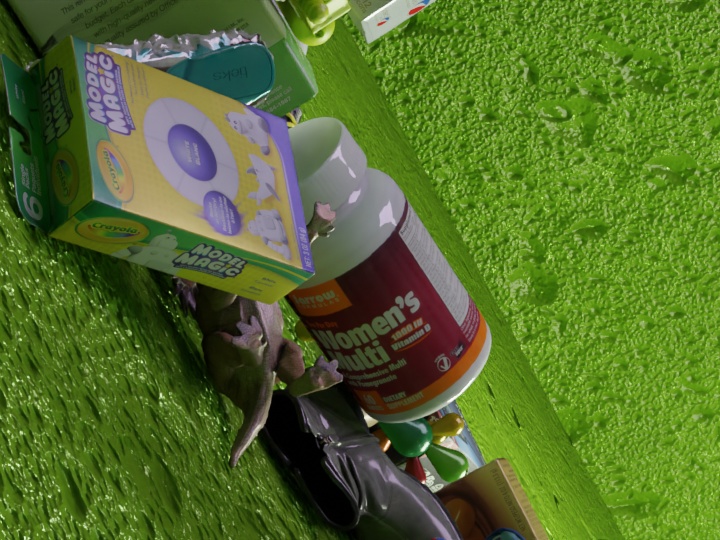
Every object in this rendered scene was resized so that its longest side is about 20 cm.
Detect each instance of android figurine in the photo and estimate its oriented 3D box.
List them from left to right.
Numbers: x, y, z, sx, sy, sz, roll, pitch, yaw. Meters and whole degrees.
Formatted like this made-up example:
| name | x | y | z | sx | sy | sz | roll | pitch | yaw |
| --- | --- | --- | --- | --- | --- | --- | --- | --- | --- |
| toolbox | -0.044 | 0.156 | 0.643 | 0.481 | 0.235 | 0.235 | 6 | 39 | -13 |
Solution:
| name | x | y | z | sx | sy | sz | roll | pitch | yaw |
| --- | --- | --- | --- | --- | --- | --- | --- | --- | --- |
| android figurine | -0.065 | -0.229 | 1.431 | 0.182 | 0.041 | 0.200 | 58 | 0 | -40 |

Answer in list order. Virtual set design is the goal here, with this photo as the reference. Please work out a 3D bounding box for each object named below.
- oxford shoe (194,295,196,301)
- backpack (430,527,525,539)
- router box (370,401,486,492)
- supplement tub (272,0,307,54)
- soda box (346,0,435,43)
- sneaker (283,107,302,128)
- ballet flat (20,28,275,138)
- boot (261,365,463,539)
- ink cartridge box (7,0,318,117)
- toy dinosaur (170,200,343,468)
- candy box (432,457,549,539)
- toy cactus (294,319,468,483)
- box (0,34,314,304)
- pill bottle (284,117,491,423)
| name | x | y | z | sx | sy | sz | roll | pitch | yaw |
| --- | --- | --- | --- | --- | --- | --- | --- | --- | --- |
| oxford shoe | -0.095 | -0.057 | 1.516 | 0.070 | 0.074 | 0.201 | 40 | 34 | -52 |
| backpack | 0.072 | 0.251 | 1.380 | 0.200 | 0.134 | 0.183 | 51 | 12 | -41 |
| router box | 0.037 | 0.103 | 1.922 | 0.201 | 0.062 | 0.150 | 65 | 7 | 27 |
| supplement tub | -0.119 | -0.207 | 1.707 | 0.146 | 0.145 | 0.200 | 56 | 10 | -35 |
| soda box | -0.023 | -0.261 | 1.484 | 0.201 | 0.068 | 0.064 | 57 | -1 | 10 |
| sneaker | -0.082 | -0.100 | 1.789 | 0.075 | 0.084 | 0.201 | 50 | 14 | -51 |
| ballet flat | -0.142 | -0.112 | 1.343 | 0.199 | 0.072 | 0.072 | -12 | 67 | -41 |
| boot | -0.004 | 0.161 | 1.500 | 0.200 | 0.068 | 0.131 | 53 | 13 | -2 |
| ink cartridge box | -0.141 | -0.174 | 1.444 | 0.201 | 0.145 | 0.084 | 58 | 6 | -19 |
| toy dinosaur | -0.080 | 0.033 | 1.391 | 0.085 | 0.135 | 0.202 | 3 | 74 | -33 |
| candy box | 0.102 | 0.255 | 1.609 | 0.201 | 0.116 | 0.056 | 63 | 8 | 9 |
| toy cactus | 0.005 | 0.096 | 1.730 | 0.201 | 0.102 | 0.165 | 64 | 27 | 1 |
| box | -0.120 | -0.061 | 1.261 | 0.199 | 0.048 | 0.118 | 16 | 51 | -41 |
| pill bottle | 0.000 | 0.000 | 1.492 | 0.200 | 0.109 | 0.110 | 56 | 9 | -27 |
